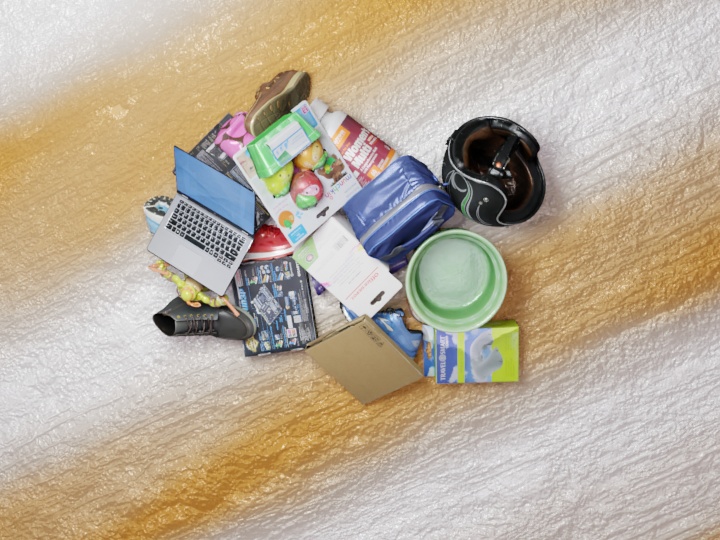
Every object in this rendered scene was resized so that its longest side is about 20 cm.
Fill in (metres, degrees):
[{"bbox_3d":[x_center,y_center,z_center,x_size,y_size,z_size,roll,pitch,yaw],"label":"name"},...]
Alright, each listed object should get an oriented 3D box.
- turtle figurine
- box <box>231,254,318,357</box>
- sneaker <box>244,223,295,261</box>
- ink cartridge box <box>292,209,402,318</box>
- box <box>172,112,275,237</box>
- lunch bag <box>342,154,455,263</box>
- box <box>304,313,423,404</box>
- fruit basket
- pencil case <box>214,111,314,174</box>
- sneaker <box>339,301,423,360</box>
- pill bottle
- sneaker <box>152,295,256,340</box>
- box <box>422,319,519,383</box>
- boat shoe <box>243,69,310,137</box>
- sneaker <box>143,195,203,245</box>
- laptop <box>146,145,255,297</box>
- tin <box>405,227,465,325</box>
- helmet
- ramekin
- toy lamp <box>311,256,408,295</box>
[{"bbox_3d":[-0.324,0.036,1.688,0.197,0.162,0.065,26,104,-4],"label":"turtle figurine"},{"bbox_3d":[-0.178,0.069,1.752,0.156,0.046,0.204,-9,102,4],"label":"box"},{"bbox_3d":[-0.205,-0.084,1.703,0.196,0.078,0.118,-11,104,2],"label":"sneaker"},{"bbox_3d":[-0.022,-0.010,1.659,0.200,0.067,0.117,43,106,-13],"label":"ink cartridge box"},{"bbox_3d":[-0.242,-0.181,1.656,0.200,0.050,0.158,43,66,-9],"label":"box"},{"bbox_3d":[0.083,-0.110,1.594,0.199,0.135,0.134,-39,68,20],"label":"lunch bag"},{"bbox_3d":[0.008,0.185,1.729,0.162,0.021,0.200,-28,124,27],"label":"box"},{"bbox_3d":[-0.109,-0.178,1.546,0.185,0.093,0.201,-40,103,-21],"label":"fruit basket"},{"bbox_3d":[-0.178,-0.220,1.619,0.199,0.091,0.094,36,96,-13],"label":"pencil case"},{"bbox_3d":[0.044,0.104,1.748,0.198,0.079,0.090,32,94,-14],"label":"sneaker"},{"bbox_3d":[-0.031,-0.238,1.647,0.199,0.110,0.110,35,101,-7],"label":"pill bottle"},{"bbox_3d":[-0.315,0.112,1.709,0.196,0.106,0.076,12,111,16],"label":"sneaker"},{"bbox_3d":[0.229,0.170,1.766,0.196,0.048,0.124,-2,102,1],"label":"box"},{"bbox_3d":[-0.168,-0.317,1.604,0.067,0.201,0.073,17,136,19],"label":"boat shoe"},{"bbox_3d":[-0.347,-0.072,1.703,0.198,0.078,0.091,29,135,15],"label":"sneaker"},{"bbox_3d":[-0.301,-0.089,1.577,0.185,0.116,0.202,30,90,13],"label":"laptop"},{"bbox_3d":[0.155,0.012,1.737,0.110,0.042,0.204,10,102,3],"label":"tin"},{"bbox_3d":[0.252,-0.180,1.614,0.196,0.191,0.203,-6,62,12],"label":"helmet"},{"bbox_3d":[0.185,0.012,1.668,0.196,0.098,0.204,0,102,1],"label":"ramekin"},{"bbox_3d":[0.000,0.000,1.728,0.197,0.058,0.059,-18,102,7],"label":"toy lamp"}]
